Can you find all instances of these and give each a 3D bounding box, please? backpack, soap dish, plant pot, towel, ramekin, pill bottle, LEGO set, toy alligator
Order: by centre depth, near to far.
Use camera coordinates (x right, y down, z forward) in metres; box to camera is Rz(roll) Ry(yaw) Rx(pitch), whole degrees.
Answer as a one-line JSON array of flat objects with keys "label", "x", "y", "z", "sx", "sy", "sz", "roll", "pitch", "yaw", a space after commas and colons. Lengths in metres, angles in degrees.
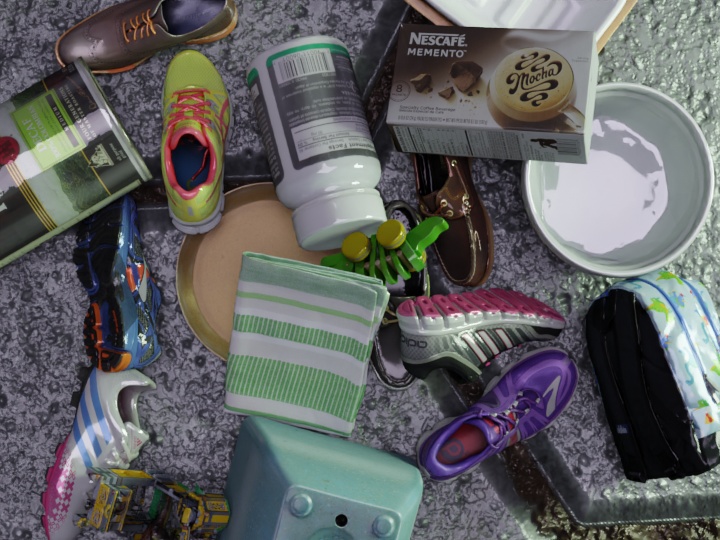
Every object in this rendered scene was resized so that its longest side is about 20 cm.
[{"label": "plant pot", "x": -0.042, "y": 0.270, "z": 1.480, "sx": 0.195, "sy": 0.200, "sz": 0.197, "roll": 16, "pitch": 88, "yaw": -7}, {"label": "LEGO set", "x": -0.230, "y": 0.287, "z": 1.492, "sx": 0.154, "sy": 0.116, "sz": 0.201, "roll": 32, "pitch": 104, "yaw": 42}, {"label": "toy alligator", "x": 0.000, "y": 0.000, "z": 1.517, "sx": 0.199, "sy": 0.059, "sz": 0.054, "roll": -20, "pitch": 52, "yaw": 18}, {"label": "towel", "x": -0.060, "y": 0.080, "z": 1.531, "sx": 0.152, "sy": 0.023, "sz": 0.201, "roll": 11, "pitch": 124, "yaw": -1}, {"label": "pill bottle", "x": -0.043, "y": -0.130, "z": 1.536, "sx": 0.112, "sy": 0.113, "sz": 0.201, "roll": -14, "pitch": 77, "yaw": -3}, {"label": "backpack", "x": 0.311, "y": 0.101, "z": 1.542, "sx": 0.153, "sy": 0.163, "sz": 0.201, "roll": -31, "pitch": 90, "yaw": -25}, {"label": "ramekin", "x": 0.262, "y": -0.090, "z": 1.568, "sx": 0.199, "sy": 0.105, "sz": 0.201, "roll": 0, "pitch": 87, "yaw": -2}, {"label": "soap dish", "x": 0.170, "y": -0.287, "z": 1.585, "sx": 0.200, "sy": 0.081, "sz": 0.158, "roll": 37, "pitch": 86, "yaw": -1}, {"label": "plant pot", "x": -0.097, "y": 0.007, "z": 1.586, "sx": 0.199, "sy": 0.027, "sz": 0.201, "roll": 0, "pitch": 86, "yaw": -3}]

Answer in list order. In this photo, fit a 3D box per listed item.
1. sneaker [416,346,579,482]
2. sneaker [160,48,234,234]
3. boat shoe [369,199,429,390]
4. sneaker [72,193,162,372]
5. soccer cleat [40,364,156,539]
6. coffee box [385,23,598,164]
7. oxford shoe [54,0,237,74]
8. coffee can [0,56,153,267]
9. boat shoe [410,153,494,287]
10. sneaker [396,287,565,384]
[{"label": "sneaker", "x": 0.150, "y": 0.159, "z": 1.562, "sx": 0.200, "sy": 0.083, "sz": 0.081, "roll": -38, "pitch": 90, "yaw": -5}, {"label": "sneaker", "x": -0.172, "y": -0.145, "z": 1.549, "sx": 0.078, "sy": 0.090, "sz": 0.201, "roll": -6, "pitch": 73, "yaw": 0}, {"label": "boat shoe", "x": 0.037, "y": 0.026, "z": 1.574, "sx": 0.071, "sy": 0.061, "sz": 0.203, "roll": -2, "pitch": 87, "yaw": -3}, {"label": "sneaker", "x": -0.250, "y": 0.013, "z": 1.562, "sx": 0.075, "sy": 0.078, "sz": 0.201, "roll": -14, "pitch": 72, "yaw": 33}, {"label": "soccer cleat", "x": -0.270, "y": 0.193, "z": 1.542, "sx": 0.086, "sy": 0.070, "sz": 0.201, "roll": 13, "pitch": 85, "yaw": 16}, {"label": "coffee box", "x": 0.133, "y": -0.178, "z": 1.492, "sx": 0.199, "sy": 0.080, "sz": 0.114, "roll": 5, "pitch": 73, "yaw": 13}, {"label": "oxford shoe", "x": -0.229, "y": -0.260, "z": 1.569, "sx": 0.199, "sy": 0.073, "sz": 0.072, "roll": -19, "pitch": 89, "yaw": -3}, {"label": "coffee can", "x": -0.334, "y": -0.106, "z": 1.522, "sx": 0.199, "sy": 0.146, "sz": 0.147, "roll": -31, "pitch": 89, "yaw": -4}, {"label": "boat shoe", "x": 0.087, "y": -0.080, "z": 1.569, "sx": 0.070, "sy": 0.070, "sz": 0.201, "roll": -18, "pitch": 81, "yaw": 37}, {"label": "sneaker", "x": 0.122, "y": 0.073, "z": 1.559, "sx": 0.199, "sy": 0.074, "sz": 0.088, "roll": -3, "pitch": 113, "yaw": -29}]
